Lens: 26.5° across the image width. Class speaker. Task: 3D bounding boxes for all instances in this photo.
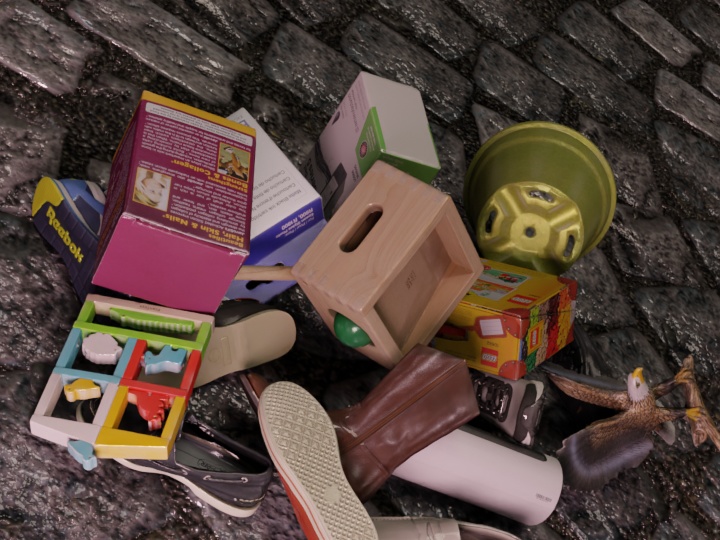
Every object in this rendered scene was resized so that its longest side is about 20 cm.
[{"bbox_3d":[0.114,0.208,1.643,0.200,0.081,0.081,23,37,-20],"label":"speaker"}]

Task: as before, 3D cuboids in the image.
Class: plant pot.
[{"bbox_3d":[0.219,-0.072,1.916,0.200,0.200,0.184,36,19,-2],"label":"plant pot"}]

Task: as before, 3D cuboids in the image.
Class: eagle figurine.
[{"bbox_3d":[0.298,0.160,1.762,0.200,0.151,0.152,-13,18,-3],"label":"eagle figurine"}]

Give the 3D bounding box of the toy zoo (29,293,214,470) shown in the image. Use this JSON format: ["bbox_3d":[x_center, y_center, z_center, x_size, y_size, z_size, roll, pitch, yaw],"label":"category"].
[{"bbox_3d":[-0.225,0.108,1.436,0.131,0.020,0.200,10,45,5],"label":"toy zoo"}]

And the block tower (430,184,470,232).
[{"bbox_3d":[0.052,-0.103,1.968,0.200,0.054,0.058,49,37,17],"label":"block tower"}]

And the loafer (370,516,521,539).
[{"bbox_3d":[0.073,0.274,1.537,0.200,0.070,0.070,12,42,-31],"label":"loafer"}]

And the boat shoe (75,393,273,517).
[{"bbox_3d":[-0.171,0.162,1.451,0.199,0.066,0.075,33,37,-6],"label":"boat shoe"}]

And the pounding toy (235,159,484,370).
[{"bbox_3d":[0.000,0.000,1.626,0.142,0.200,0.184,29,-16,32],"label":"pounding toy"}]

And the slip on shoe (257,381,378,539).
[{"bbox_3d":[-0.048,0.201,1.475,0.074,0.061,0.200,-17,71,-32],"label":"slip on shoe"}]

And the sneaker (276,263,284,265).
[{"bbox_3d":[-0.121,-0.080,1.762,0.096,0.079,0.200,17,49,-62],"label":"sneaker"}]

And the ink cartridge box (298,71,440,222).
[{"bbox_3d":[0.000,-0.108,1.800,0.084,0.200,0.146,15,40,-26],"label":"ink cartridge box"}]

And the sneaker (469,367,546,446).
[{"bbox_3d":[0.154,0.145,1.716,0.079,0.074,0.200,13,5,-14],"label":"sneaker"}]

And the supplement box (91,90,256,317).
[{"bbox_3d":[-0.184,-0.068,1.536,0.131,0.103,0.200,19,40,-16],"label":"supplement box"}]

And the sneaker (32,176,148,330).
[{"bbox_3d":[-0.262,-0.022,1.579,0.082,0.074,0.200,-6,54,-46],"label":"sneaker"}]

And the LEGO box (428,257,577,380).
[{"bbox_3d":[0.128,0.045,1.759,0.200,0.077,0.149,15,24,31],"label":"LEGO box"}]

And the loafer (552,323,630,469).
[{"bbox_3d":[0.288,0.156,1.866,0.070,0.068,0.201,9,51,-31],"label":"loafer"}]

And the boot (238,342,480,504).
[{"bbox_3d":[0.002,0.124,1.554,0.200,0.064,0.186,-39,89,-10],"label":"boot"}]

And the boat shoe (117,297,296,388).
[{"bbox_3d":[-0.165,0.074,1.569,0.201,0.074,0.063,-11,19,-36],"label":"boat shoe"}]

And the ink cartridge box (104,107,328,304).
[{"bbox_3d":[-0.147,-0.055,1.662,0.200,0.041,0.200,-35,72,-21],"label":"ink cartridge box"}]
